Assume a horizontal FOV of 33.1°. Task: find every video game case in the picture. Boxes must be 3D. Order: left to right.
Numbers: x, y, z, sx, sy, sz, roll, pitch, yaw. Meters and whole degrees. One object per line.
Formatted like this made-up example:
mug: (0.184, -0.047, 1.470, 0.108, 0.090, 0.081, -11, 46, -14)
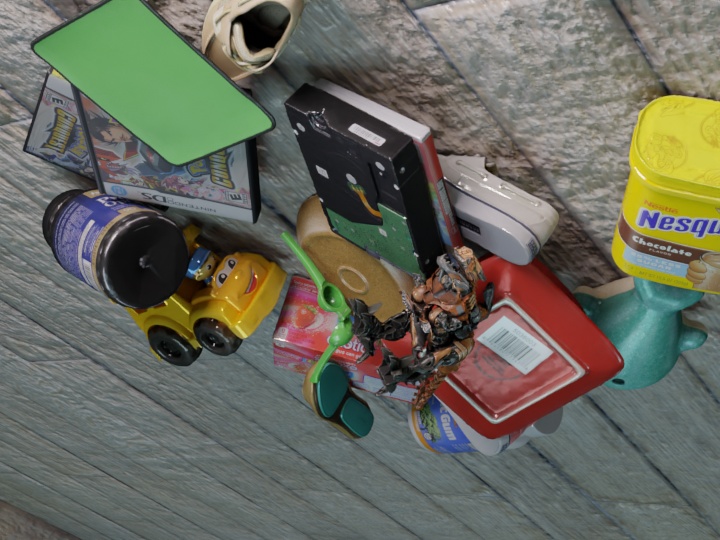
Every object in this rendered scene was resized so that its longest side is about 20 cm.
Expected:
video game case: (-0.273, -0.144, 1.343, 0.180, 0.026, 0.200, 23, 153, -14)
video game case: (-0.197, -0.130, 1.254, 0.180, 0.026, 0.200, 11, 148, 6)
video game case: (0.031, -0.090, 1.189, 0.143, 0.017, 0.200, 30, 156, 34)

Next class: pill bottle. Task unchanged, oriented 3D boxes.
pill bottle: (-0.291, -0.033, 1.402, 0.112, 0.112, 0.200, 40, 170, -39)
pill bottle: (0.170, 0.188, 1.638, 0.200, 0.112, 0.112, -13, 141, 45)

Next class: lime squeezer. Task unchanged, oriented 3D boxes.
lime squeezer: (-0.042, 0.045, 1.403, 0.071, 0.038, 0.200, 16, 126, 42)

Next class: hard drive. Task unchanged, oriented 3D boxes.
hard drive: (0.009, -0.080, 1.172, 0.140, 0.038, 0.200, 31, 156, 32)

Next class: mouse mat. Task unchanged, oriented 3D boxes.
mouse mat: (-0.195, -0.174, 1.141, 0.161, 0.008, 0.200, -15, 138, 40)

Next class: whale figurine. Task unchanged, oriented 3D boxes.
whale figurine: (0.303, 0.065, 1.327, 0.159, 0.104, 0.200, 18, 154, -3)

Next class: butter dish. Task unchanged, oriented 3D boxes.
butter dish: (0.157, 0.053, 1.314, 0.199, 0.148, 0.200, -35, 113, 32)

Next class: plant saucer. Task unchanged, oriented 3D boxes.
plant saucer: (0.000, 0.000, 1.379, 0.200, 0.035, 0.200, 28, 147, 20)

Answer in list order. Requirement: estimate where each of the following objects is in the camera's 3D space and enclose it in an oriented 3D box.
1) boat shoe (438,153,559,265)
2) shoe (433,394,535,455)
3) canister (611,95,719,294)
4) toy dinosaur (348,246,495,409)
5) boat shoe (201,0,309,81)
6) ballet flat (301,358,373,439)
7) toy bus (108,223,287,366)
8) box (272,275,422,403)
boat shoe: (0.107, -0.080, 1.196, 0.200, 0.070, 0.071, 31, 156, 32)
shoe: (0.137, 0.125, 1.492, 0.200, 0.091, 0.071, 55, 140, 9)
canister: (0.311, -0.061, 1.101, 0.148, 0.087, 0.200, 12, 155, 10)
toy dinosaur: (0.071, 0.067, 1.195, 0.136, 0.200, 0.102, -14, -155, -22)
boat shoe: (-0.097, -0.210, 1.066, 0.072, 0.065, 0.200, 26, 153, -19)
ballet flat: (-0.043, 0.164, 1.556, 0.063, 0.069, 0.200, 19, 158, 29)
toy bus: (-0.221, 0.005, 1.515, 0.200, 0.136, 0.192, -14, 125, 44)
box: (-0.006, 0.092, 1.571, 0.200, 0.095, 0.103, 14, 154, 5)
